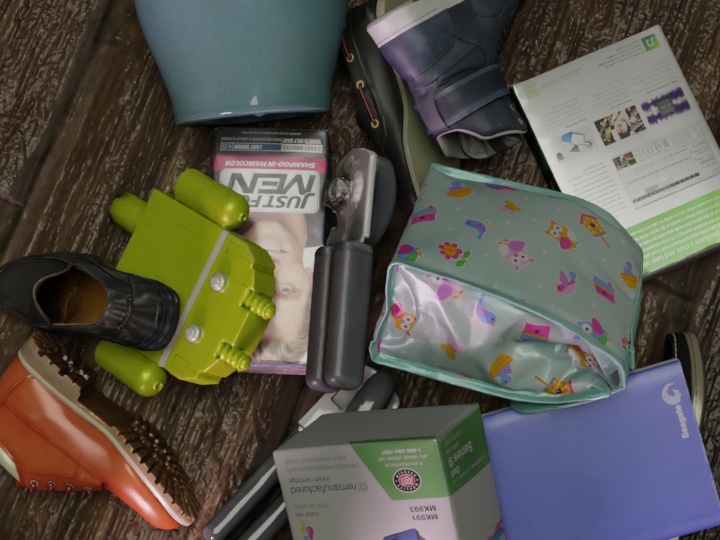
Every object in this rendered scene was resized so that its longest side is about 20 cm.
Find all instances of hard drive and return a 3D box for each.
[{"bbox_3d":[0.171,0.160,1.325,0.199,0.025,0.133,-16,91,4],"label":"hard drive"}]

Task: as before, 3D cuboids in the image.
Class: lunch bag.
[{"bbox_3d":[0.125,0.017,1.336,0.199,0.123,0.171,16,36,4],"label":"lunch bag"}]

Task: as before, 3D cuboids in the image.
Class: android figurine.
[{"bbox_3d":[-0.147,0.014,1.374,0.200,0.041,0.183,32,96,36],"label":"android figurine"}]

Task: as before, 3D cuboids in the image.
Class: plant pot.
[{"bbox_3d":[-0.096,-0.218,1.405,0.198,0.200,0.189,-6,91,-1],"label":"plant pot"}]

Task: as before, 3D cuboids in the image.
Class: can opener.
[{"bbox_3d":[-0.047,0.155,1.376,0.053,0.067,0.200,42,81,10],"label":"can opener"},{"bbox_3d":[0.000,0.000,1.366,0.067,0.053,0.202,13,74,-34],"label":"can opener"}]

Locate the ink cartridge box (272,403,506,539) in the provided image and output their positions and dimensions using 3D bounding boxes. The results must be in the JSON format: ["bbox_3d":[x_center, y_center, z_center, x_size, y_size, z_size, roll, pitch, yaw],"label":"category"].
[{"bbox_3d":[0.032,0.213,1.294,0.144,0.087,0.201,-6,103,28],"label":"ink cartridge box"}]

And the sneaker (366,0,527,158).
[{"bbox_3d":[0.106,-0.177,1.429,0.202,0.077,0.147,-33,93,-41],"label":"sneaker"}]

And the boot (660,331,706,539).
[{"bbox_3d":[0.196,0.138,1.376,0.149,0.073,0.202,10,86,3],"label":"boot"}]

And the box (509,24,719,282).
[{"bbox_3d":[0.231,-0.093,1.447,0.144,0.036,0.201,-22,77,-4],"label":"box"}]

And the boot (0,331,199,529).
[{"bbox_3d":[-0.225,0.156,1.385,0.200,0.075,0.107,42,98,6],"label":"boot"}]

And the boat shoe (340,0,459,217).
[{"bbox_3d":[0.033,-0.134,1.447,0.063,0.073,0.203,-17,87,36],"label":"boat shoe"}]

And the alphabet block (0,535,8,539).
[{"bbox_3d":[-0.358,0.266,1.287,0.196,0.200,0.196,31,80,7],"label":"alphabet block"}]

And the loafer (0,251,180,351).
[{"bbox_3d":[-0.237,0.017,1.368,0.199,0.072,0.073,6,81,38],"label":"loafer"}]

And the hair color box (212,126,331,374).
[{"bbox_3d":[-0.076,-0.016,1.419,0.099,0.061,0.202,1,78,1],"label":"hair color box"}]
